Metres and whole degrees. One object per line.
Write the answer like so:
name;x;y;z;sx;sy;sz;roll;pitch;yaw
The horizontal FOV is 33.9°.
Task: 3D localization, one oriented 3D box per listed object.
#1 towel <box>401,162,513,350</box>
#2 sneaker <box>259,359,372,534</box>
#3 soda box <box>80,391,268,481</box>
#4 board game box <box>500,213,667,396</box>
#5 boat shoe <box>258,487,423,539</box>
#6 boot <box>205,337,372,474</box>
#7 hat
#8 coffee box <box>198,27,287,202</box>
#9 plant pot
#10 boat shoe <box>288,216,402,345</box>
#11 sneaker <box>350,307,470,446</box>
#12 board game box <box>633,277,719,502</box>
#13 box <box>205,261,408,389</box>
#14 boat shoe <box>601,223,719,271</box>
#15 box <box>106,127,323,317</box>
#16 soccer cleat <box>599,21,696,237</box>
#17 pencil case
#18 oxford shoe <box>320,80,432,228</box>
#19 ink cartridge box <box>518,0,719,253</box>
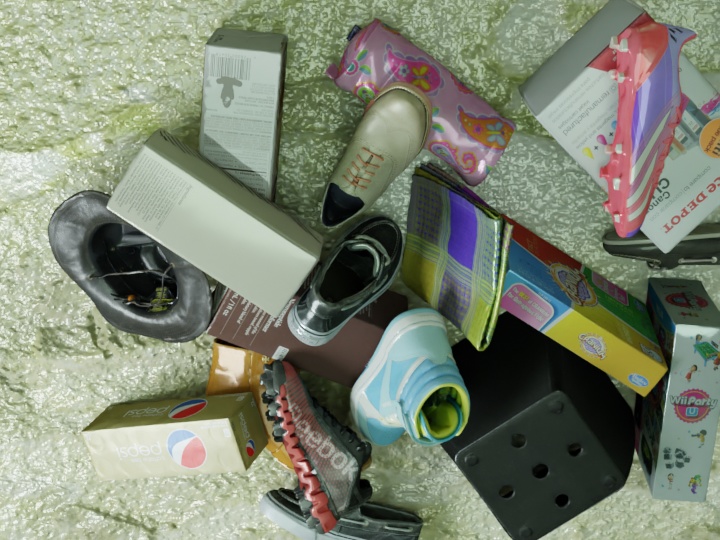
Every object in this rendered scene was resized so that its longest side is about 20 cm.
towel;0.093;-0.017;1.220;0.023;0.200;0.145;-1;112;-23
sneaker;-0.043;0.182;1.283;0.097;0.071;0.202;-22;102;-7
soda box;-0.209;0.186;1.319;0.198;0.064;0.068;-8;109;24
board game box;0.223;0.033;1.251;0.199;0.153;0.040;31;113;-11
boat shoe;-0.020;0.285;1.391;0.199;0.072;0.071;21;99;-17
boot;-0.077;0.149;1.336;0.199;0.071;0.145;9;109;1
hat;-0.228;-0.020;1.261;0.199;0.081;0.202;16;135;17
coffee box;-0.123;-0.138;1.215;0.079;0.115;0.202;6;110;-2
plant pot;0.183;0.177;1.289;0.199;0.178;0.200;-33;105;12
boat shoe;0.000;0.000;1.210;0.072;0.200;0.071;38;134;-3
sneaker;0.050;0.150;1.231;0.079;0.131;0.201;-4;137;-21
board game box;0.346;0.127;1.287;0.064;0.148;0.202;3;109;1
box;-0.057;0.049;1.276;0.199;0.075;0.100;20;127;-16
boat shoe;0.362;-0.019;1.279;0.198;0.067;0.058;-5;105;-2
box;-0.139;-0.047;1.151;0.199;0.068;0.082;35;108;-10
soccer cleat;0.267;-0.127;1.092;0.076;0.067;0.202;-2;107;-3
pencil case;0.063;-0.174;1.219;0.199;0.088;0.088;35;106;-11
oxford shoe;0.014;-0.109;1.194;0.070;0.074;0.200;31;142;0
ink cartridge box;0.284;-0.149;1.193;0.200;0.145;0.145;43;104;-14
